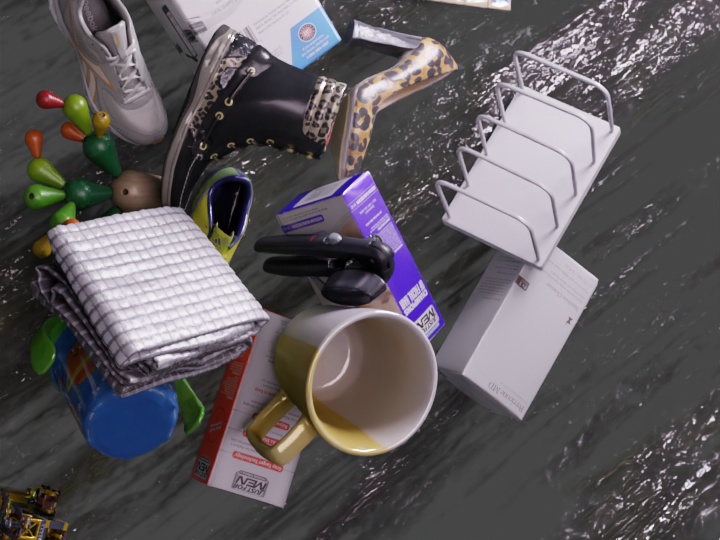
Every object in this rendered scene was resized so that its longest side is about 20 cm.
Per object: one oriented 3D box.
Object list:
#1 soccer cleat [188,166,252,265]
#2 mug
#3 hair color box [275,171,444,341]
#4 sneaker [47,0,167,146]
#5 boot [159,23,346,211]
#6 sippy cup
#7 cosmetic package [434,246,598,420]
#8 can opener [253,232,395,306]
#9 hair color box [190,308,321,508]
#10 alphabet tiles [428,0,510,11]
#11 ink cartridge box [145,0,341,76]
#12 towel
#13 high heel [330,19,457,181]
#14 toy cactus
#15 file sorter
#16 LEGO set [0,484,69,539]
[{"bbox_3d":[-0.167,-0.016,1.505,0.064,0.084,0.202,19,84,-26],"label":"soccer cleat"},{"bbox_3d":[-0.035,0.106,1.467,0.185,0.153,0.151,-11,104,-24],"label":"mug"},{"bbox_3d":[0.000,0.000,1.569,0.065,0.109,0.201,-44,112,-45],"label":"hair color box"},{"bbox_3d":[-0.257,-0.220,1.447,0.075,0.092,0.201,-34,107,-20],"label":"sneaker"},{"bbox_3d":[-0.114,-0.134,1.447,0.152,0.074,0.205,21,103,-3],"label":"boot"},{"bbox_3d":[-0.245,0.117,1.419,0.176,0.131,0.141,-7,127,-19],"label":"sippy cup"},{"bbox_3d":[0.187,0.066,1.688,0.112,0.081,0.201,35,76,-25],"label":"cosmetic package"},{"bbox_3d":[-0.042,-0.014,1.507,0.078,0.199,0.064,-33,122,-38],"label":"can opener"},{"bbox_3d":[-0.108,0.152,1.556,0.101,0.061,0.202,22,82,-26],"label":"hair color box"},{"bbox_3d":[0.115,-0.422,1.672,0.166,0.008,0.203,2,92,-26],"label":"alphabet tiles"},{"bbox_3d":[-0.139,-0.292,1.507,0.146,0.084,0.201,-38,107,-18],"label":"ink cartridge box"},{"bbox_3d":[-0.210,0.031,1.377,0.199,0.086,0.166,-16,63,-51],"label":"towel"},{"bbox_3d":[0.042,-0.181,1.607,0.141,0.071,0.202,12,78,-20],"label":"high heel"},{"bbox_3d":[-0.270,-0.086,1.456,0.164,0.102,0.202,-4,85,-36],"label":"toy cactus"},{"bbox_3d":[0.195,-0.134,1.625,0.201,0.138,0.125,-58,158,-13],"label":"file sorter"},{"bbox_3d":[-0.381,0.301,1.375,0.115,0.153,0.202,19,91,-43],"label":"LEGO set"}]
